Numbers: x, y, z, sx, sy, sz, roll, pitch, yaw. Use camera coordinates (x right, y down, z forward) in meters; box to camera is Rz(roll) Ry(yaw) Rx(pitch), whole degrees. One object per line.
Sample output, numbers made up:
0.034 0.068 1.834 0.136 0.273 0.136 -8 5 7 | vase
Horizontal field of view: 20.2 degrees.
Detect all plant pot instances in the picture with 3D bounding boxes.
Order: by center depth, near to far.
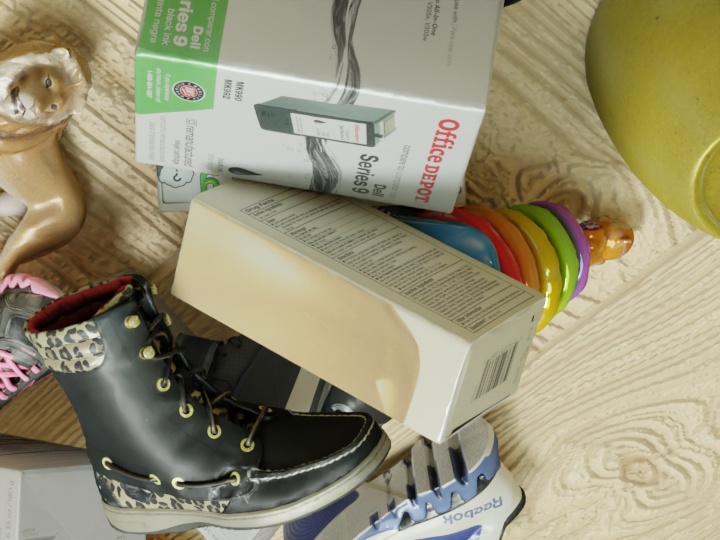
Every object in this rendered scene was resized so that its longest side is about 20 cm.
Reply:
0.242 -0.097 1.238 0.198 0.142 0.201 0 129 0 | plant pot

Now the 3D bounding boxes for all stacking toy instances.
0.110 -0.004 1.317 0.199 0.116 0.111 -19 108 -38 | stacking toy

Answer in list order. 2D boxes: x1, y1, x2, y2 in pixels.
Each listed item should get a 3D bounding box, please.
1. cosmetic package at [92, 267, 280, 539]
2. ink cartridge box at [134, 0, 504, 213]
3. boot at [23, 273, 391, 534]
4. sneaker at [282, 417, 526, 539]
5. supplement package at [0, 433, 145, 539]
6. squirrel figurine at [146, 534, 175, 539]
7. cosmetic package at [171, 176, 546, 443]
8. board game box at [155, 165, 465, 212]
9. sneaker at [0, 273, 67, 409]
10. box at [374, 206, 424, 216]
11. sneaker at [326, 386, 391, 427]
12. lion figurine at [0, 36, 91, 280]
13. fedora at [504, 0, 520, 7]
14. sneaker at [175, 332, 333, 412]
-0.123 0.099 1.389 0.200 0.051 0.083 46 123 13 | cosmetic package
-0.027 -0.112 1.172 0.199 0.085 0.146 9 157 -2 | ink cartridge box
-0.096 0.076 1.206 0.202 0.074 0.154 -12 116 28 | boot
0.045 0.200 1.523 0.199 0.081 0.115 -30 122 20 | sneaker
-0.259 0.181 1.401 0.199 0.122 0.119 4 -178 40 | supplement package
-0.206 0.289 1.537 0.186 0.141 0.201 36 97 10 | squirrel figurine
-0.002 0.015 1.205 0.199 0.105 0.071 28 118 24 | cosmetic package
-0.033 -0.104 1.277 0.198 0.035 0.127 -2 110 1 | board game box
-0.245 0.066 1.362 0.079 0.096 0.200 35 147 -24 | sneaker
0.000 0.000 1.387 0.199 0.036 0.143 25 124 -18 | box
-0.027 0.119 1.413 0.075 0.088 0.199 22 150 -39 | sneaker
-0.219 -0.069 1.318 0.122 0.073 0.201 -12 143 0 | lion figurine
0.015 -0.213 1.159 0.199 0.092 0.201 9 171 1 | fedora
-0.080 0.040 1.314 0.145 0.203 0.077 19 168 11 | sneaker
